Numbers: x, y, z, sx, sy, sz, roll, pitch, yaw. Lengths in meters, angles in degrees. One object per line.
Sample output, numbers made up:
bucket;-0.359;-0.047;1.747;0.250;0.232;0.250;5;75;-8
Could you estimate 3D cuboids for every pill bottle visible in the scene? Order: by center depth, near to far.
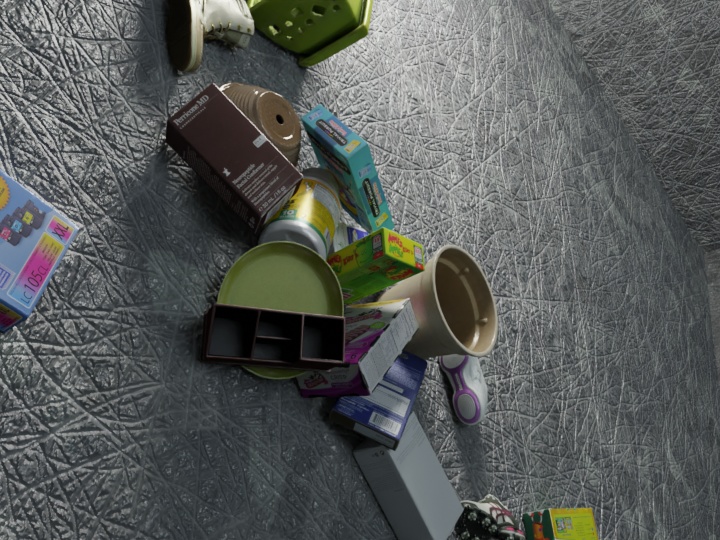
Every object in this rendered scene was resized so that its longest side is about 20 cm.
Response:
pill bottle;-0.093;-0.084;1.183;0.113;0.111;0.202;47;33;-23

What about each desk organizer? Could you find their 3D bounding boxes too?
desk organizer;-0.122;0.096;1.015;0.194;0.077;0.074;7;74;-19

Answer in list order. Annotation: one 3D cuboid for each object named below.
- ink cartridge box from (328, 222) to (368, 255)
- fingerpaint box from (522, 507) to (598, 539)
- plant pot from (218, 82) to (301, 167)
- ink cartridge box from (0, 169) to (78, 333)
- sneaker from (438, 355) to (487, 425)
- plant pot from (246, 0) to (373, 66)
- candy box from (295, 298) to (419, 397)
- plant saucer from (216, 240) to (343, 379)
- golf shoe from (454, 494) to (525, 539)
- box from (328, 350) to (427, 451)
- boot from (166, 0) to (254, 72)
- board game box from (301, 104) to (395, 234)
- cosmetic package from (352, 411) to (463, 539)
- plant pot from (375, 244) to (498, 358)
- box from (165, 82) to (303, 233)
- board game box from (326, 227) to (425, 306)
ink cartridge box;0.006;-0.025;1.345;0.197;0.039;0.102;13;61;-46
fingerpaint box;0.436;0.599;1.523;0.197;0.072;0.171;17;58;-45
plant pot;-0.163;-0.233;1.199;0.199;0.091;0.206;29;50;-40
ink cartridge box;-0.433;-0.046;0.784;0.199;0.075;0.139;40;44;-29
sneaker;0.214;0.212;1.467;0.099;0.073;0.206;15;64;-62
plant pot;-0.083;-0.529;1.377;0.181;0.195;0.204;41;43;-39
candy box;-0.004;0.124;1.168;0.200;0.133;0.062;-45;120;-52
plant saucer;-0.121;0.059;1.080;0.194;0.031;0.207;0;91;-19
golf shoe;0.232;0.469;1.356;0.199;0.077;0.089;39;25;-35
box;0.036;0.201;1.207;0.118;0.033;0.201;23;38;7
boot;-0.248;-0.404;1.203;0.153;0.071;0.206;16;59;-49
board game box;-0.020;-0.167;1.245;0.151;0.046;0.202;45;-14;40
cosmetic package;0.084;0.358;1.208;0.112;0.080;0.204;-32;98;-52
plant pot;0.125;0.082;1.315;0.198;0.181;0.206;27;52;-39
box;-0.190;-0.169;1.080;0.200;0.075;0.100;44;66;1
board game box;0.000;0.000;1.189;0.100;0.197;0.049;19;56;-43
